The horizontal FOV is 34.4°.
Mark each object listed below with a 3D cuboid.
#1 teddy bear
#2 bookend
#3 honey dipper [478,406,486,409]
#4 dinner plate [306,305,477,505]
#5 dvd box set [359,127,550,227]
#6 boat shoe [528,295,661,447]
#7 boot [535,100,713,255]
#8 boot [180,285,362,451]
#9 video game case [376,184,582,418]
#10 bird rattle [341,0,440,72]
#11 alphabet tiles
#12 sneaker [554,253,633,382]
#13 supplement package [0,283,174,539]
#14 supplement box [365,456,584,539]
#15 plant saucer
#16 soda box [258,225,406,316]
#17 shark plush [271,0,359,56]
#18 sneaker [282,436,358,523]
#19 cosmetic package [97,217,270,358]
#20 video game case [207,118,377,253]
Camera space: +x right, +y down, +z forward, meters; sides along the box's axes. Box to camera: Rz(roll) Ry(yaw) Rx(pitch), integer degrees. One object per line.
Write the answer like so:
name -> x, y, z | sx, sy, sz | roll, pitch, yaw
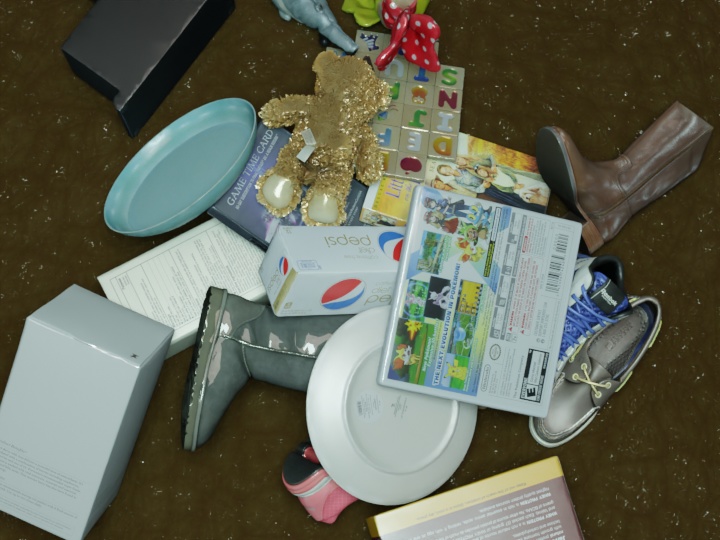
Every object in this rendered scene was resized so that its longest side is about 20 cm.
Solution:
teddy bear -> -0.039, -0.134, 1.240 | 0.142, 0.067, 0.203 | 1, 66, 3
bookend -> -0.278, -0.294, 1.306 | 0.197, 0.092, 0.201 | 34, 79, 6
honey dipper -> 0.083, 0.164, 1.229 | 0.199, 0.038, 0.038 | -36, 82, -25
dinner plate -> 0.039, 0.137, 1.179 | 0.197, 0.024, 0.204 | 2, 86, -24
dvd box set -> 0.110, -0.088, 1.295 | 0.197, 0.030, 0.148 | 19, 57, 1
boat shoe -> 0.257, 0.107, 1.267 | 0.072, 0.060, 0.200 | 42, 78, 5
boot -> 0.297, -0.138, 1.283 | 0.199, 0.187, 0.064 | -37, 43, -8
boot -> -0.076, 0.113, 1.196 | 0.197, 0.072, 0.185 | 15, 88, -16
video game case -> 0.121, 0.032, 1.170 | 0.179, 0.022, 0.203 | 12, 87, -11
bird rattle -> 0.032, -0.313, 1.280 | 0.111, 0.201, 0.165 | -2, 117, 1
alphabet tiles -> 0.033, -0.189, 1.314 | 0.164, 0.006, 0.203 | 9, 59, -1
sneaker -> 0.219, 0.049, 1.230 | 0.080, 0.115, 0.200 | 42, 67, -9
supplement package -> -0.282, 0.139, 1.152 | 0.120, 0.120, 0.202 | 23, 107, 2
supplement box -> 0.127, 0.318, 1.172 | 0.194, 0.133, 0.203 | -16, 79, -7
plant saucer -> -0.188, -0.106, 1.242 | 0.200, 0.199, 0.028 | -45, 124, -11
soda box -> 0.000, 0.000, 1.192 | 0.197, 0.068, 0.064 | 0, 49, -31
shark plush -> -0.080, -0.320, 1.328 | 0.090, 0.083, 0.202 | -25, 80, -9
sneaker -> 0.006, 0.187, 1.238 | 0.199, 0.073, 0.088 | -39, 119, -22
cosmetic package -> -0.169, 0.013, 1.253 | 0.198, 0.073, 0.105 | -27, 80, -9
video game case -> -0.052, -0.060, 1.253 | 0.199, 0.019, 0.144 | 34, 53, -11
